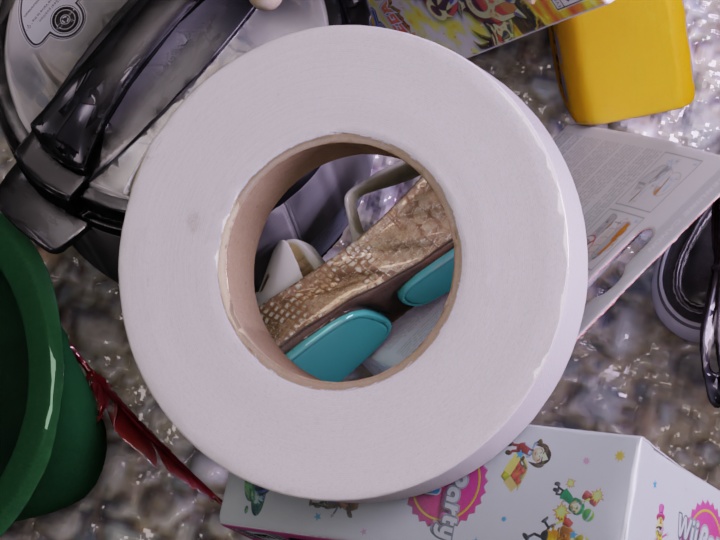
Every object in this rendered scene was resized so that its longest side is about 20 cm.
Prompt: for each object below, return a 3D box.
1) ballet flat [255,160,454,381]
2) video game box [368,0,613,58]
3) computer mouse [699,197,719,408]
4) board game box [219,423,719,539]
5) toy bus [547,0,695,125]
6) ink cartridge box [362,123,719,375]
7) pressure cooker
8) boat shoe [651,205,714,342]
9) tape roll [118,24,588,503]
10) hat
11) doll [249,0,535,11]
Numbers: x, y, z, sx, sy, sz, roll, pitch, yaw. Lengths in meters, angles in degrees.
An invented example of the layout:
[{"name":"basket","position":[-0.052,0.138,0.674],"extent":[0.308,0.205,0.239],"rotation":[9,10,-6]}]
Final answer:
[{"name":"ballet flat","position":[0.000,0.000,1.278],"extent":[0.200,0.071,0.065],"rotation":[-36,67,6]},{"name":"video game box","position":[0.021,-0.195,1.294],"extent":[0.047,0.182,0.200],"rotation":[-39,102,-31]},{"name":"computer mouse","position":[0.234,0.000,1.293],"extent":[0.200,0.053,0.139],"rotation":[5,91,-30]},{"name":"board game box","position":[0.061,0.112,1.221],"extent":[0.200,0.148,0.064],"rotation":[3,73,33]},{"name":"toy bus","position":[0.114,-0.178,1.332],"extent":[0.065,0.078,0.200],"rotation":[-10,110,1]},{"name":"ink cartridge box","position":[0.093,0.008,1.263],"extent":[0.160,0.200,0.047],"rotation":[-45,109,-8]},{"name":"pressure cooker","position":[-0.080,-0.088,1.295],"extent":[0.178,0.200,0.176],"rotation":[-3,76,4]},{"name":"boat shoe","position":[0.219,-0.047,1.331],"extent":[0.200,0.066,0.070],"rotation":[-40,76,-7]},{"name":"tape roll","position":[-0.005,-0.002,1.159],"extent":[0.203,0.037,0.203],"rotation":[-2,83,19]},{"name":"hat","position":[-0.139,0.076,1.345],"extent":[0.166,0.176,0.200],"rotation":[-32,61,33]},{"name":"doll","position":[-0.013,-0.171,1.204],"extent":[0.200,0.048,0.137],"rotation":[11,62,11]}]
